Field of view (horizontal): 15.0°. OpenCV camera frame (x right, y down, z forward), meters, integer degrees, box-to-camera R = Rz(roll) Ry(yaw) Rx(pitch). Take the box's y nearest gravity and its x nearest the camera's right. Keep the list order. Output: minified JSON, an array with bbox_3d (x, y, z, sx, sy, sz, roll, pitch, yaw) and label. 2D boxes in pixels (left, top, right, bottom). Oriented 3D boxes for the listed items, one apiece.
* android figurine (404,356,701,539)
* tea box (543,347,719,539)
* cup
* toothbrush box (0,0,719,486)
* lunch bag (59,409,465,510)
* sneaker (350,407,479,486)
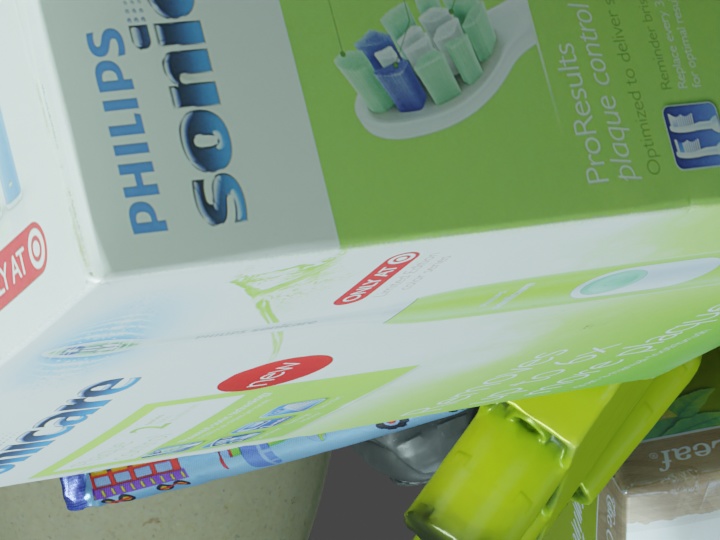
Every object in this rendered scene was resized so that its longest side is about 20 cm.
[{"bbox_3d":[0.083,0.012,0.807,0.200,0.041,0.182,-51,169,-16],"label":"android figurine"},{"bbox_3d":[0.158,0.058,1.035,0.200,0.134,0.197,-10,-144,-12],"label":"tea box"},{"bbox_3d":[-0.092,0.079,1.179,0.200,0.144,0.200,-11,174,-1],"label":"cup"},{"bbox_3d":[0.004,-0.025,0.507,0.200,0.086,0.146,-6,165,-31],"label":"toothbrush box"},{"bbox_3d":[0.000,0.000,0.907,0.150,0.094,0.200,-16,-178,25],"label":"lunch bag"},{"bbox_3d":[0.024,0.042,1.011,0.076,0.091,0.200,-18,-163,3],"label":"sneaker"}]
